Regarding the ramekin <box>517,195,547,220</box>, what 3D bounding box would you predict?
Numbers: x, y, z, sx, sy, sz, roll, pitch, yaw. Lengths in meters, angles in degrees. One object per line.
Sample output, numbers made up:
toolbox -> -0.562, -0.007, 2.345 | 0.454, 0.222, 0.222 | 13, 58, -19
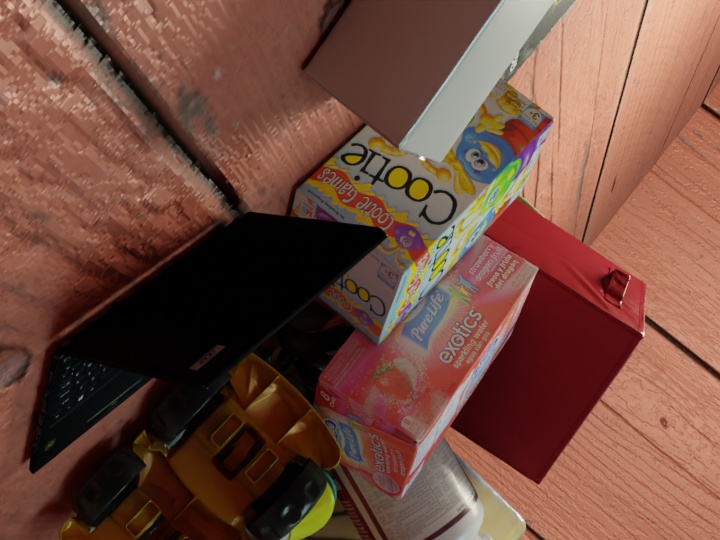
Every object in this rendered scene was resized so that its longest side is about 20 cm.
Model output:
ramekin -> 0.158, 0.004, 1.361 | 0.098, 0.200, 0.200 | -42, 166, -8

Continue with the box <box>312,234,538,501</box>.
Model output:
box -> 0.050, 0.067, 1.003 | 0.201, 0.094, 0.103 | -51, 166, -33

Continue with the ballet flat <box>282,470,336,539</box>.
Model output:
ballet flat -> -0.095, 0.223, 1.100 | 0.067, 0.067, 0.199 | -38, -173, -40

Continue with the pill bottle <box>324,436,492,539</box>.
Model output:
pill bottle -> 0.041, 0.197, 1.099 | 0.109, 0.202, 0.110 | -30, -177, 2

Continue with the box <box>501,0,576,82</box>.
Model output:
box -> 0.144, -0.247, 0.937 | 0.160, 0.049, 0.200 | -51, 168, -14

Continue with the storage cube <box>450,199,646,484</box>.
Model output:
storage cube -> 0.149, 0.055, 1.184 | 0.201, 0.178, 0.171 | -59, 176, 21

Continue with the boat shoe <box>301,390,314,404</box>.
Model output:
boat shoe -> -0.032, 0.138, 1.178 | 0.201, 0.073, 0.061 | -59, 170, -36

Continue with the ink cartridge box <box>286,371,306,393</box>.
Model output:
ink cartridge box -> -0.061, 0.182, 1.310 | 0.145, 0.084, 0.201 | -46, 167, -23

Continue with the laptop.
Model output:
laptop -> -0.097, 0.051, 0.770 | 0.177, 0.103, 0.201 | -39, 162, -43

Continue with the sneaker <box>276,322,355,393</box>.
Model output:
sneaker -> -0.028, 0.075, 1.095 | 0.091, 0.066, 0.200 | -54, 163, 14

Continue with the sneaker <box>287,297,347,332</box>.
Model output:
sneaker -> 0.000, 0.000, 1.050 | 0.200, 0.074, 0.087 | -42, 166, -37

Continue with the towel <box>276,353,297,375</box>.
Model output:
towel -> 0.001, 0.017, 1.216 | 0.200, 0.023, 0.144 | -37, 161, -49

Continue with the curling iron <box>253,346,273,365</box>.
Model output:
curling iron -> -0.088, 0.049, 0.983 | 0.201, 0.025, 0.050 | 93, 9, -60

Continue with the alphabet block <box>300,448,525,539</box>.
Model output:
alphabet block -> 0.014, 0.291, 1.250 | 0.199, 0.195, 0.197 | -37, 160, -37

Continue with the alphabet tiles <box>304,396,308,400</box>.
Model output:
alphabet tiles -> -0.123, 0.197, 1.117 | 0.201, 0.008, 0.167 | -55, -163, -28

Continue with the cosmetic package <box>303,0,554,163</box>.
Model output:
cosmetic package -> 0.065, -0.173, 0.771 | 0.201, 0.085, 0.107 | -53, 167, 8

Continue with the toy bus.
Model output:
toy bus -> -0.134, 0.175, 0.977 | 0.200, 0.136, 0.192 | -46, -177, -20

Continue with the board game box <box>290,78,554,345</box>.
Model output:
board game box -> 0.044, -0.061, 0.961 | 0.200, 0.104, 0.103 | -45, 166, -31
